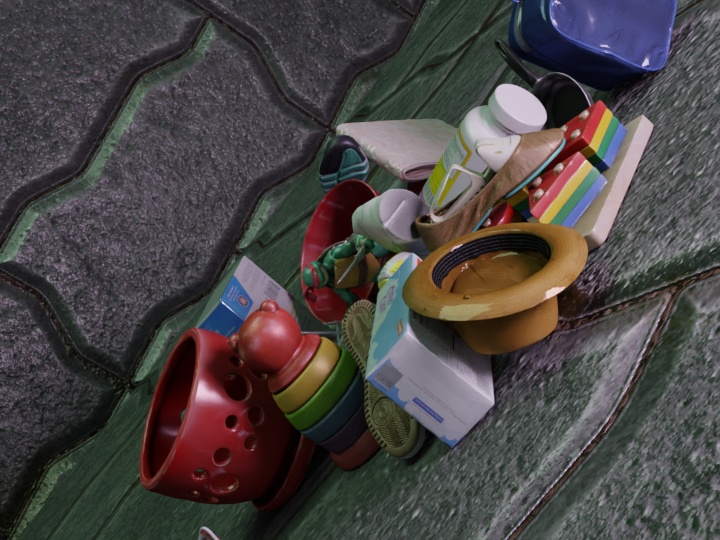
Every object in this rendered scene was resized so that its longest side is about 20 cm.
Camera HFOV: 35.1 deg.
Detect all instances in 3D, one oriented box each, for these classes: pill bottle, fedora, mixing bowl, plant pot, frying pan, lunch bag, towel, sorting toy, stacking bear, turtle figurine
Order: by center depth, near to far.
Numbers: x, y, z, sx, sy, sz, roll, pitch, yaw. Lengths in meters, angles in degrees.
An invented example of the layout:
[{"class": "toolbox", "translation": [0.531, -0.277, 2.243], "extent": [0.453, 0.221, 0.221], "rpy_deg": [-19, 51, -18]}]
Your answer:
[{"class": "fedora", "translation": [0.136, 0.024, 1.107], "extent": [0.197, 0.083, 0.201], "rpy_deg": [-16, 21, 6]}, {"class": "sorting toy", "translation": [0.209, -0.081, 1.271], "extent": [0.199, 0.069, 0.200], "rpy_deg": [-34, 19, 50]}, {"class": "stacking bear", "translation": [-0.057, 0.120, 1.290], "extent": [0.121, 0.200, 0.114], "rpy_deg": [-45, 12, 12]}, {"class": "plant pot", "translation": [-0.157, 0.194, 1.400], "extent": [0.201, 0.180, 0.202], "rpy_deg": [-52, 25, 37]}, {"class": "frying pan", "translation": [0.229, -0.203, 1.410], "extent": [0.031, 0.117, 0.190], "rpy_deg": [-18, 40, -27]}, {"class": "lunch bag", "translation": [0.278, -0.315, 1.426], "extent": [0.132, 0.197, 0.138], "rpy_deg": [159, 128, -70]}, {"class": "turtle figurine", "translation": [0.000, 0.000, 1.431], "extent": [0.197, 0.101, 0.152], "rpy_deg": [-17, -47, -26]}, {"class": "pill bottle", "translation": [0.156, -0.134, 1.436], "extent": [0.201, 0.103, 0.105], "rpy_deg": [-59, 2, 40]}, {"class": "mixing bowl", "translation": [0.013, -0.017, 1.601], "extent": [0.199, 0.107, 0.204], "rpy_deg": [-22, 63, 51]}, {"class": "towel", "translation": [0.087, -0.179, 1.674], "extent": [0.200, 0.188, 0.033], "rpy_deg": [38, 128, 52]}]

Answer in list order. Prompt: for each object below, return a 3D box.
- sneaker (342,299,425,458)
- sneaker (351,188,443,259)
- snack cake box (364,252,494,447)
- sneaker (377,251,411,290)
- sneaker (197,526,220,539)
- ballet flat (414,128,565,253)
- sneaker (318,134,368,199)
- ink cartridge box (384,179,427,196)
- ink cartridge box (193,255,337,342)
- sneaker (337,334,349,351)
[{"class": "sneaker", "translation": [0.052, 0.126, 1.236], "extent": [0.070, 0.108, 0.202], "rpy_deg": [-40, 44, 21]}, {"class": "sneaker", "translation": [0.075, -0.046, 1.348], "extent": [0.080, 0.198, 0.072], "rpy_deg": [-9, 65, 50]}, {"class": "snack cake box", "translation": [0.072, 0.076, 1.163], "extent": [0.067, 0.114, 0.201], "rpy_deg": [-48, 11, 20]}, {"class": "sneaker", "translation": [0.075, 0.052, 1.359], "extent": [0.076, 0.105, 0.200], "rpy_deg": [-43, -18, -1]}, {"class": "sneaker", "translation": [-0.118, 0.305, 1.150], "extent": [0.199, 0.112, 0.072], "rpy_deg": [-37, 16, 44]}, {"class": "ballet flat", "translation": [0.134, -0.099, 1.255], "extent": [0.200, 0.072, 0.068], "rpy_deg": [-45, 13, 21]}, {"class": "sneaker", "translation": [-0.026, -0.148, 1.658], "extent": [0.201, 0.073, 0.089], "rpy_deg": [80, 178, -59]}, {"class": "ink cartridge box", "translation": [0.066, -0.075, 1.736], "extent": [0.200, 0.083, 0.146], "rpy_deg": [-44, 13, 20]}, {"class": "ink cartridge box", "translation": [-0.130, 0.097, 1.638], "extent": [0.085, 0.199, 0.145], "rpy_deg": [-46, 11, 25]}, {"class": "sneaker", "translation": [-0.003, 0.135, 1.426], "extent": [0.081, 0.075, 0.200], "rpy_deg": [-6, -29, -33]}]
